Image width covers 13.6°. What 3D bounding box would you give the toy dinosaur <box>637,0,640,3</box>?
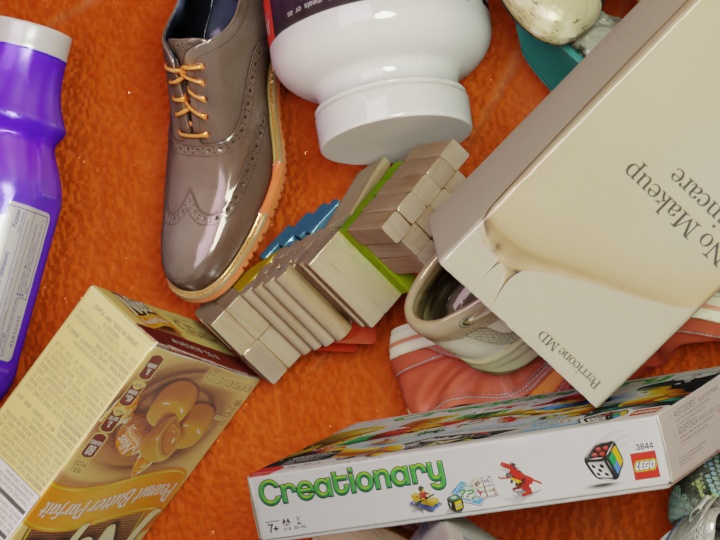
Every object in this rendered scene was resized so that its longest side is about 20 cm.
[{"bbox_3d":[0.119,-0.160,1.402,0.060,0.200,0.106,-50,29,-3],"label":"toy dinosaur"}]

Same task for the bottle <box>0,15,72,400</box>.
[{"bbox_3d":[-0.201,-0.034,1.606,0.083,0.065,0.201,14,86,28],"label":"bottle"}]

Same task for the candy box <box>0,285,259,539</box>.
[{"bbox_3d":[-0.150,0.109,1.526,0.055,0.115,0.200,40,98,27],"label":"candy box"}]

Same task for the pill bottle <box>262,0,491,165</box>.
[{"bbox_3d":[0.003,-0.160,1.506,0.112,0.112,0.201,-14,74,22],"label":"pill bottle"}]

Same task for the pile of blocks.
[{"bbox_3d":[0.000,0.000,1.500,0.200,0.062,0.082,-29,22,46],"label":"pile of blocks"}]

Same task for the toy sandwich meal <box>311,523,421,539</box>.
[{"bbox_3d":[0.003,0.216,1.458,0.204,0.070,0.207,-5,78,25],"label":"toy sandwich meal"}]

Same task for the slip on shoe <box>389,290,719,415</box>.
[{"bbox_3d":[0.105,0.042,1.444,0.199,0.074,0.062,-12,81,29],"label":"slip on shoe"}]

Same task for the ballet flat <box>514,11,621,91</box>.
[{"bbox_3d":[0.158,-0.067,1.450,0.072,0.072,0.200,-47,66,11],"label":"ballet flat"}]

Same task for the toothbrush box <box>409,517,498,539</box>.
[{"bbox_3d":[0.096,0.197,1.333,0.199,0.146,0.086,35,92,-2],"label":"toothbrush box"}]

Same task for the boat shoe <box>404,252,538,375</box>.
[{"bbox_3d":[0.101,-0.036,1.384,0.200,0.065,0.072,-45,51,15],"label":"boat shoe"}]

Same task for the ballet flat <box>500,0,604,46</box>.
[{"bbox_3d":[0.098,-0.195,1.461,0.057,0.066,0.201,128,154,-53],"label":"ballet flat"}]

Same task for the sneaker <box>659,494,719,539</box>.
[{"bbox_3d":[0.214,0.171,1.334,0.199,0.082,0.075,28,58,10],"label":"sneaker"}]

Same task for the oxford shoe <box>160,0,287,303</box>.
[{"bbox_3d":[-0.080,-0.085,1.546,0.071,0.073,0.201,0,76,36],"label":"oxford shoe"}]

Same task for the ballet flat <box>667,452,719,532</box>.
[{"bbox_3d":[0.234,0.091,1.375,0.199,0.074,0.075,-2,79,23],"label":"ballet flat"}]

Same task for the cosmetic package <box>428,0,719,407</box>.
[{"bbox_3d":[0.134,-0.051,1.314,0.103,0.073,0.200,41,101,-13],"label":"cosmetic package"}]

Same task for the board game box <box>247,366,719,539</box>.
[{"bbox_3d":[0.064,0.082,1.366,0.199,0.126,0.035,-10,94,24],"label":"board game box"}]
